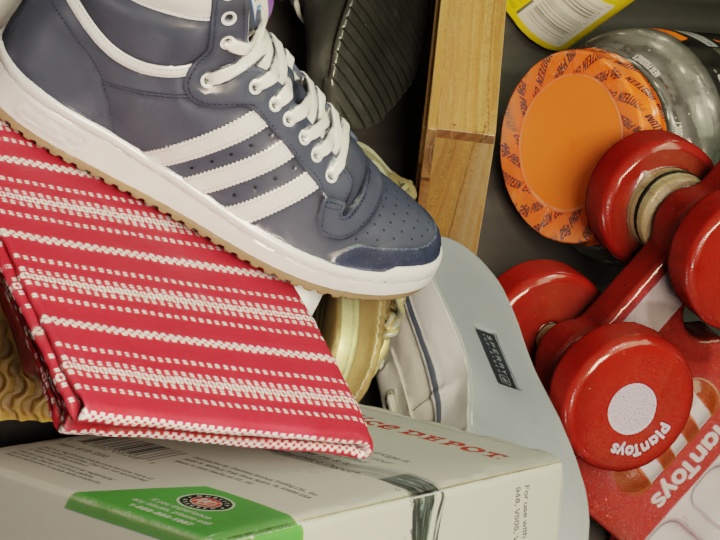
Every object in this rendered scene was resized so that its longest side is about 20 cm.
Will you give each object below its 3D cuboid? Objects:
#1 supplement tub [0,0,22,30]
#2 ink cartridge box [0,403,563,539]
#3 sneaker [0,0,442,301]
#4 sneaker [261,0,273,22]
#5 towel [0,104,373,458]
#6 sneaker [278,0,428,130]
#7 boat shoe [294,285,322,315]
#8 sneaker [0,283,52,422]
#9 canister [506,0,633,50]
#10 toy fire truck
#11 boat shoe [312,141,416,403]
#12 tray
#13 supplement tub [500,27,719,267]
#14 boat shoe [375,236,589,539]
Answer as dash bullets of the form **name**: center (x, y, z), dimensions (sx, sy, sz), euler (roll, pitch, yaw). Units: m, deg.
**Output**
- **supplement tub**: center (-0.213, -0.179, 1.023), dimensions (0.200, 0.144, 0.145), euler (37, 44, -21)
- **ink cartridge box**: center (-0.037, 0.110, 0.993), dimensions (0.199, 0.146, 0.084), euler (-7, 104, -46)
- **sneaker**: center (-0.036, -0.069, 0.986), dimensions (0.199, 0.109, 0.070), euler (26, 29, -18)
- **sneaker**: center (-0.108, -0.189, 1.189), dimensions (0.200, 0.080, 0.089), euler (47, 33, -8)
- **towel**: center (-0.088, -0.008, 0.977), dimensions (0.144, 0.023, 0.201), euler (8, 39, -41)
- **sneaker**: center (-0.015, -0.147, 1.251), dimensions (0.074, 0.088, 0.201), euler (60, 32, -46)
- **boat shoe**: center (-0.071, -0.040, 1.102), dimensions (0.090, 0.071, 0.201), euler (24, 23, -23)
- **sneaker**: center (-0.148, 0.020, 1.020), dimensions (0.199, 0.090, 0.076), euler (13, 96, -18)
- **canister**: center (0.139, -0.223, 1.352), dimensions (0.149, 0.200, 0.086), euler (55, 40, -1)
- **toy fire truck**: center (0.163, 0.040, 1.218), dimensions (0.168, 0.200, 0.112), euler (42, -1, -30)
- **boat shoe**: center (-0.001, 0.002, 1.128), dimensions (0.063, 0.073, 0.201), euler (24, 22, -14)
- **tray**: center (0.051, -0.112, 1.273), dimensions (0.037, 0.099, 0.201), euler (7, 52, 1)
- **supplement tub**: center (0.173, -0.063, 1.340), dimensions (0.199, 0.122, 0.123), euler (-2, 66, -45)
- **boat shoe**: center (0.036, 0.079, 1.138), dimensions (0.074, 0.086, 0.203), euler (21, 34, -34)
